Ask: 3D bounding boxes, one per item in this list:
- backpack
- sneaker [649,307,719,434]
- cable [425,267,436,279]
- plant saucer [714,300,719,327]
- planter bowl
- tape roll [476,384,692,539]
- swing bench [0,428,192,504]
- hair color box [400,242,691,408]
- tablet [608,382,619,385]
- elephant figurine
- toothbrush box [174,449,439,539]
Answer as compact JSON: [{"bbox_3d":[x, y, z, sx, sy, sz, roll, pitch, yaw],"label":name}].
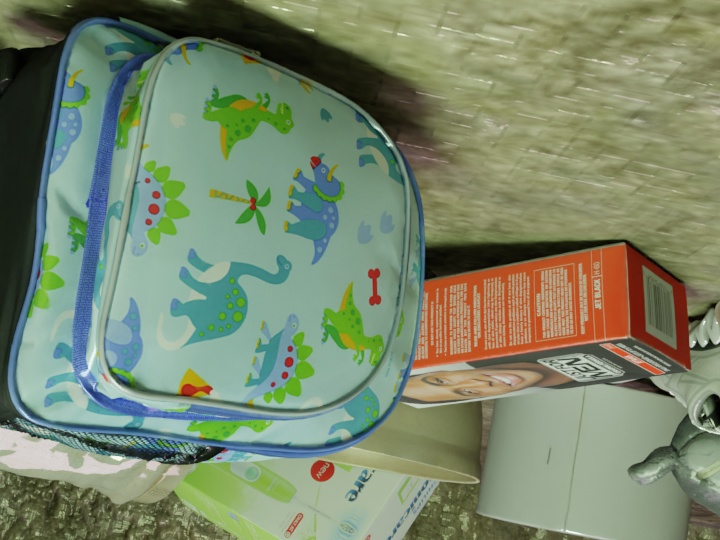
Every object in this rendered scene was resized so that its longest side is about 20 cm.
[{"bbox_3d":[-0.060,-0.003,0.583,0.200,0.183,0.147,14,170,-39],"label":"backpack"},{"bbox_3d":[0.243,0.076,0.926,0.075,0.081,0.200,10,170,-3],"label":"sneaker"},{"bbox_3d":[0.000,0.000,0.857,0.097,0.050,0.200,10,169,4],"label":"cable"},{"bbox_3d":[0.297,0.028,0.720,0.200,0.037,0.200,16,166,4],"label":"plant saucer"},{"bbox_3d":[0.003,0.079,1.022,0.200,0.135,0.200,10,168,2],"label":"planter bowl"},{"bbox_3d":[0.220,0.184,1.277,0.202,0.139,0.203,10,173,1],"label":"tape roll"},{"bbox_3d":[-0.201,0.044,0.885,0.199,0.200,0.130,17,167,-28],"label":"swing bench"},{"bbox_3d":[0.096,0.040,0.844,0.200,0.061,0.101,-11,158,33],"label":"hair color box"},{"bbox_3d":[0.191,0.074,1.127,0.130,0.014,0.200,13,168,-8],"label":"tablet"},{"bbox_3d":[0.339,0.145,1.084,0.155,0.142,0.200,37,-166,20],"label":"elephant figurine"},{"bbox_3d":[-0.052,0.174,1.162,0.200,0.146,0.086,26,155,26],"label":"toothbrush box"}]
